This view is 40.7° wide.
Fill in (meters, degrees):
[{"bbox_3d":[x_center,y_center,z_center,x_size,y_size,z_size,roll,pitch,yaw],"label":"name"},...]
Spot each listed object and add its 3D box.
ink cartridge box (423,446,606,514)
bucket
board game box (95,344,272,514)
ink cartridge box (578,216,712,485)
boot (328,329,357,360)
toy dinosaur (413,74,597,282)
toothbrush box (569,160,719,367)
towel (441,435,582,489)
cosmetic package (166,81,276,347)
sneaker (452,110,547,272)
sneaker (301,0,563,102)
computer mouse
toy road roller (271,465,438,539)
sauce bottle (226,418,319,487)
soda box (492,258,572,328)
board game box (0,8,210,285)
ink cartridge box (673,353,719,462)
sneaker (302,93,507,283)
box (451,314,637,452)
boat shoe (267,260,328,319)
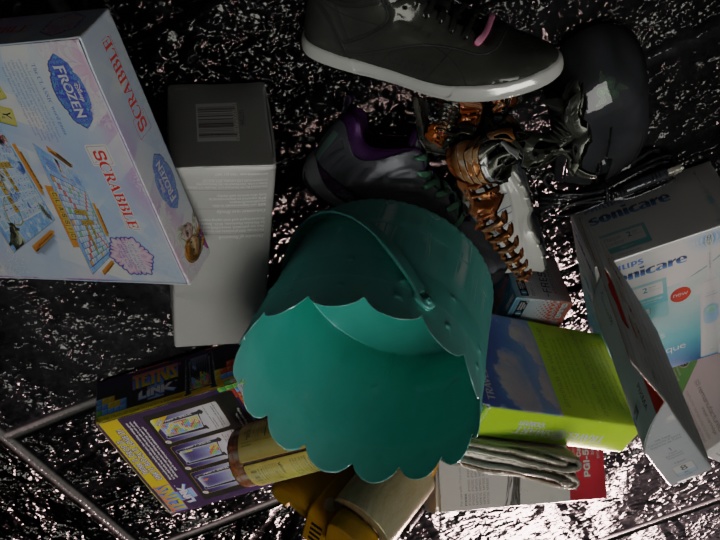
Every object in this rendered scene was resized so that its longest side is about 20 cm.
[{"bbox_3d":[0.158,0.220,1.108,0.196,0.085,0.147,-2,174,-13],"label":"ink cartridge box"},{"bbox_3d":[0.010,0.053,0.774,0.203,0.136,0.210,10,133,11],"label":"bucket"},{"bbox_3d":[-0.167,0.172,1.040,0.162,0.057,0.202,-15,137,4],"label":"board game box"},{"bbox_3d":[0.233,0.073,0.848,0.047,0.162,0.200,-27,134,20],"label":"ink cartridge box"},{"bbox_3d":[0.020,0.117,0.977,0.197,0.074,0.166,19,158,-22],"label":"boot"},{"bbox_3d":[0.113,-0.101,0.760,0.133,0.103,0.203,-10,116,16],"label":"toy dinosaur"},{"bbox_3d":[0.300,0.008,0.975,0.144,0.086,0.202,-17,136,5],"label":"toothbrush box"},{"bbox_3d":[0.134,0.169,0.940,0.130,0.200,0.035,11,91,2],"label":"towel"},{"bbox_3d":[-0.117,-0.041,0.798,0.088,0.108,0.202,-4,138,-10],"label":"cosmetic package"},{"bbox_3d":[0.113,-0.057,0.870,0.086,0.075,0.201,-15,136,10],"label":"sneaker"},{"bbox_3d":[0.046,-0.184,0.675,0.197,0.071,0.100,15,137,17],"label":"sneaker"},{"bbox_3d":[0.215,-0.120,0.843,0.136,0.053,0.201,-17,137,4],"label":"computer mouse"},{"bbox_3d":[-0.014,0.229,1.001,0.123,0.145,0.201,-46,164,-29],"label":"toy road roller"},{"bbox_3d":[-0.035,0.164,0.952,0.197,0.067,0.066,-16,139,21],"label":"sauce bottle"},{"bbox_3d":[0.146,0.077,1.019,0.067,0.064,0.202,5,133,-19],"label":"soda box"},{"bbox_3d":[-0.229,-0.080,0.693,0.196,0.041,0.202,3,132,23],"label":"board game box"},{"bbox_3d":[0.443,0.097,1.060,0.083,0.148,0.200,21,126,-30],"label":"ink cartridge box"},{"bbox_3d":[0.052,-0.064,0.812,0.198,0.075,0.088,28,116,-10],"label":"sneaker"},{"bbox_3d":[0.158,0.101,0.912,0.197,0.123,0.048,11,130,-24],"label":"box"},{"bbox_3d":[0.000,0.000,0.896,0.196,0.074,0.075,-9,134,3],"label":"boat shoe"}]
